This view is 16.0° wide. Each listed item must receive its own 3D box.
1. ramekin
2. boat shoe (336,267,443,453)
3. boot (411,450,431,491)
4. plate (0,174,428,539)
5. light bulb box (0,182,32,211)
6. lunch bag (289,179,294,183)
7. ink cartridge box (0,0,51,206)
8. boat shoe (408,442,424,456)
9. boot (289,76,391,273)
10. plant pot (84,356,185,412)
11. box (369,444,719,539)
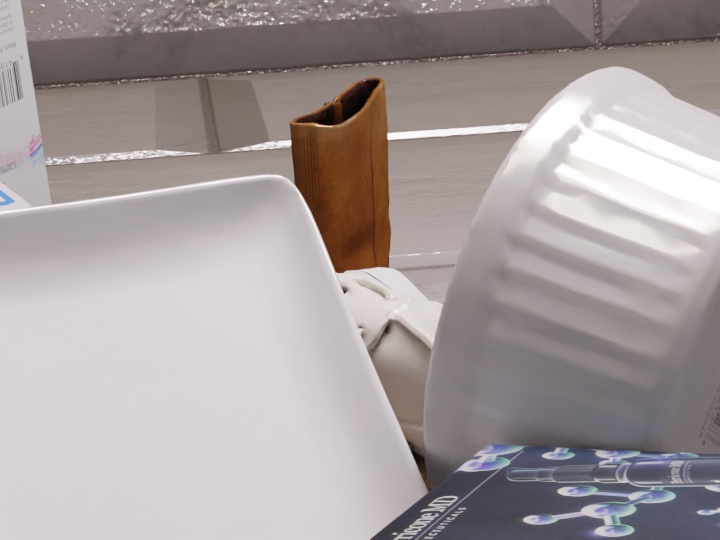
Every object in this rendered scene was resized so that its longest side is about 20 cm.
[{"bbox_3d":[0.117,0.027,1.035,0.097,0.202,0.200,20,21,27],"label":"ramekin"},{"bbox_3d":[0.009,0.038,1.150,0.065,0.072,0.200,2,16,-20],"label":"boat shoe"},{"bbox_3d":[-0.061,0.094,1.153,0.199,0.073,0.166,17,-11,-39],"label":"boot"},{"bbox_3d":[-0.081,0.063,0.968,0.199,0.200,0.032,-9,-28,-29],"label":"plate"},{"bbox_3d":[-0.283,0.009,1.192,0.200,0.199,0.125,37,35,19],"label":"light bulb box"},{"bbox_3d":[-0.090,0.015,1.533,0.199,0.118,0.164,-10,11,-1],"label":"lunch bag"},{"bbox_3d":[-0.238,-0.047,1.315,0.082,0.201,0.146,6,22,33],"label":"ink cartridge box"},{"bbox_3d":[0.070,0.048,1.207,0.200,0.066,0.074,-35,18,34],"label":"boat shoe"},{"bbox_3d":[0.000,0.000,1.343,0.068,0.201,0.188,1,12,23],"label":"boot"},{"bbox_3d":[-0.137,0.068,1.083,0.199,0.028,0.200,-28,-6,-3],"label":"plant pot"},{"bbox_3d":[0.113,0.132,0.877,0.199,0.108,0.148,0,12,22],"label":"box"}]
